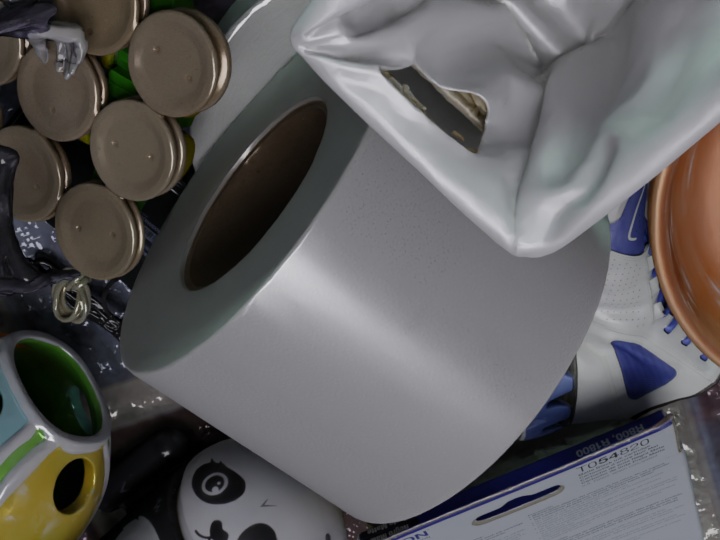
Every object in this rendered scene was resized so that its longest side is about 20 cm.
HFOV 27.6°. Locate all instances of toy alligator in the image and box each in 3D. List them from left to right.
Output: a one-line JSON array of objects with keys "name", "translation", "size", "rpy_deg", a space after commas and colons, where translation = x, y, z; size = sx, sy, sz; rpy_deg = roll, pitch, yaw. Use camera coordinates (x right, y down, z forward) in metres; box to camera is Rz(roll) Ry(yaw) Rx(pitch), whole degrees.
[{"name": "toy alligator", "translation": [-0.111, -0.064, 0.746], "size": [0.059, 0.054, 0.200], "rpy_deg": [31, 117, 18]}]

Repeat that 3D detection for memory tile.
[{"name": "memory tile", "translation": [-0.163, -0.102, 0.720], "size": [0.200, 0.017, 0.153], "rpy_deg": [37, 119, 15]}]

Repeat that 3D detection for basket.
[{"name": "basket", "translation": [0.093, -0.126, 0.542], "size": [0.136, 0.123, 0.200], "rpy_deg": [42, 122, -8]}]

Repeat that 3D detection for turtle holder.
[{"name": "turtle holder", "translation": [-0.206, 0.116, 0.816], "size": [0.132, 0.186, 0.141], "rpy_deg": [-40, 132, 21]}]

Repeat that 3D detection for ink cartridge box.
[{"name": "ink cartridge box", "translation": [0.103, 0.153, 0.881], "size": [0.199, 0.041, 0.200], "rpy_deg": [-23, 145, 3]}]

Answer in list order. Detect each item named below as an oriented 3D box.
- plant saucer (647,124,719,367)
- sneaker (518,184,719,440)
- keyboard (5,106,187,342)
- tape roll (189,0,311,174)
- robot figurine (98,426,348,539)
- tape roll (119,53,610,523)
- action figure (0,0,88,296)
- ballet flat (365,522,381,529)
[{"name": "plant saucer", "translation": [0.219, -0.036, 0.631], "size": [0.200, 0.037, 0.201], "rpy_deg": [-2, 115, -4]}, {"name": "sneaker", "translation": [0.153, 0.014, 0.835], "size": [0.115, 0.081, 0.200], "rpy_deg": [1, 129, -7]}, {"name": "keyboard", "translation": [-0.126, -0.008, 0.820], "size": [0.200, 0.021, 0.127], "rpy_deg": [41, 124, -13]}, {"name": "tape roll", "translation": [0.008, -0.078, 0.788], "size": [0.202, 0.037, 0.203], "rpy_deg": [-1, 122, -1]}, {"name": "robot figurine", "translation": [-0.099, 0.190, 0.898], "size": [0.150, 0.125, 0.200], "rpy_deg": [38, 116, -22]}, {"name": "tape roll", "translation": [0.000, 0.000, 0.697], "size": [0.139, 0.203, 0.203], "rpy_deg": [36, 114, -21]}, {"name": "action figure", "translation": [-0.195, -0.084, 0.675], "size": [0.119, 0.102, 0.201], "rpy_deg": [-9, 96, 33]}, {"name": "ballet flat", "translation": [0.004, 0.099, 0.853], "size": [0.071, 0.071, 0.200], "rpy_deg": [-22, 142, 11]}]
